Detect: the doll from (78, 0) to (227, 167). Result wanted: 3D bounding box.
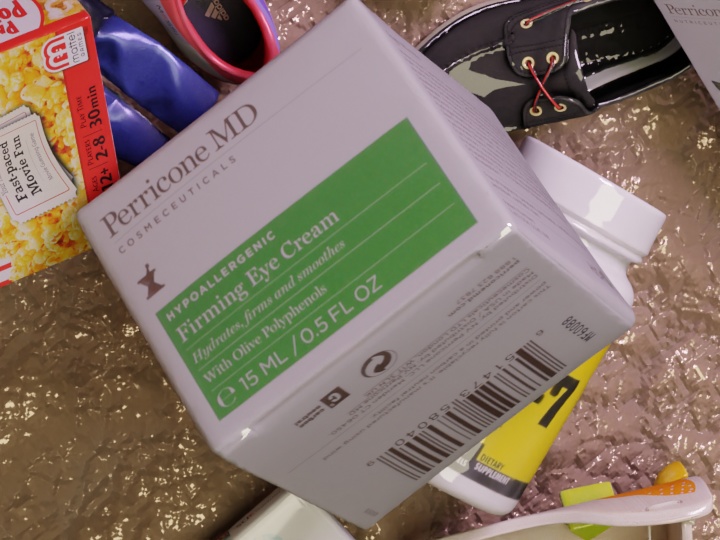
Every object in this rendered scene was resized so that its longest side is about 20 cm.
[{"bbox_3d":[-0.169,-0.119,1.611,0.200,0.048,0.136,37,120,-19],"label":"doll"}]

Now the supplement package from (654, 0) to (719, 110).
[{"bbox_3d":[0.274,-0.132,1.711,0.200,0.117,0.117,53,57,-36],"label":"supplement package"}]

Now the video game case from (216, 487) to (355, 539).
[{"bbox_3d":[-0.045,0.250,1.773,0.182,0.024,0.200,-40,109,2],"label":"video game case"}]

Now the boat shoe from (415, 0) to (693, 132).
[{"bbox_3d":[0.110,-0.122,1.722,0.201,0.063,0.074,-21,115,-13],"label":"boat shoe"}]

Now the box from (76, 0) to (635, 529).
[{"bbox_3d":[0.000,0.000,1.594,0.199,0.171,0.200,-38,152,9],"label":"box"}]

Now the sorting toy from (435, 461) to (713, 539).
[{"bbox_3d":[0.121,0.204,1.807,0.180,0.107,0.200,-7,123,-2],"label":"sorting toy"}]

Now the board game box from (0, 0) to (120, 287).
[{"bbox_3d":[-0.228,-0.049,1.548,0.200,0.046,0.152,-24,135,-17],"label":"board game box"}]

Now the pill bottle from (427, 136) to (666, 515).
[{"bbox_3d":[0.087,0.031,1.729,0.114,0.114,0.200,28,94,-25],"label":"pill bottle"}]

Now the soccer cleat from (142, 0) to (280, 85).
[{"bbox_3d":[-0.109,-0.181,1.612,0.068,0.073,0.200,-40,115,-6],"label":"soccer cleat"}]
